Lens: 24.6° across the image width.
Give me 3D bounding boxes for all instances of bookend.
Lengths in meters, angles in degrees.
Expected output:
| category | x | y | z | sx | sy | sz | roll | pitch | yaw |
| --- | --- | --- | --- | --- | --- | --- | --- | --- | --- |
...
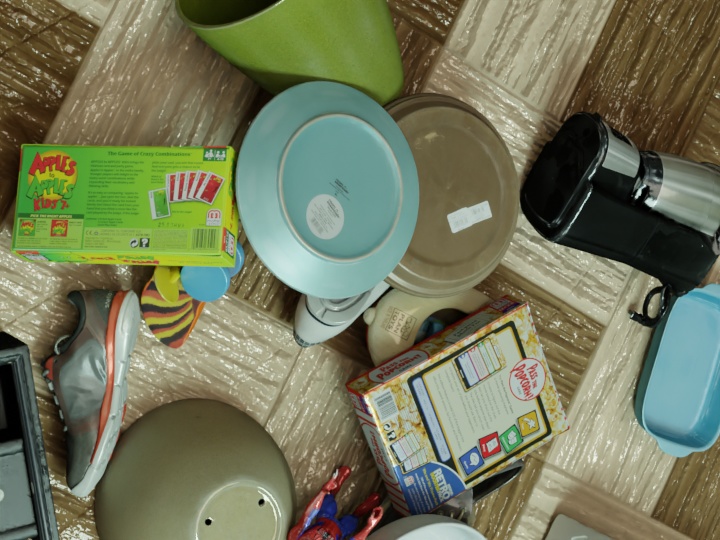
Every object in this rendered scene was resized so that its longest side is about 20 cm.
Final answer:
| category | x | y | z | sx | sy | sz | roll | pitch | yaw |
| --- | --- | --- | --- | --- | --- | --- | --- | --- | --- |
| bookend | -0.389 | 0.175 | 1.483 | 0.199 | 0.092 | 0.200 | -11 | 100 | -24 |

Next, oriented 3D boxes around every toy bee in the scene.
| category | x | y | z | sx | sy | sz | roll | pitch | yaw |
| --- | --- | --- | --- | --- | --- | --- | --- | --- | --- |
| toy bee | -0.158 | -0.029 | 1.564 | 0.109 | 0.131 | 0.200 | 37 | 96 | -5 |

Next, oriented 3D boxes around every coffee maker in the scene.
| category | x | y | z | sx | sy | sz | roll | pitch | yaw |
| --- | --- | --- | --- | --- | --- | --- | --- | --- | --- |
| coffee maker | 0.280 | -0.051 | 1.770 | 0.199 | 0.135 | 0.193 | 17 | 88 | -26 |

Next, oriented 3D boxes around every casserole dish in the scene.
| category | x | y | z | sx | sy | sz | roll | pitch | yaw |
| --- | --- | --- | --- | --- | --- | --- | --- | --- | --- |
| casserole dish | 0.374 | 0.112 | 1.887 | 0.121 | 0.039 | 0.201 | 18 | 86 | -27 |

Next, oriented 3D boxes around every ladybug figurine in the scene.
| category | x | y | z | sx | sy | sz | roll | pitch | yaw |
| --- | --- | --- | --- | --- | --- | --- | --- | --- | --- |
| ladybug figurine | 0.082 | 0.079 | 1.718 | 0.199 | 0.072 | 0.136 | 28 | 84 | -27 |

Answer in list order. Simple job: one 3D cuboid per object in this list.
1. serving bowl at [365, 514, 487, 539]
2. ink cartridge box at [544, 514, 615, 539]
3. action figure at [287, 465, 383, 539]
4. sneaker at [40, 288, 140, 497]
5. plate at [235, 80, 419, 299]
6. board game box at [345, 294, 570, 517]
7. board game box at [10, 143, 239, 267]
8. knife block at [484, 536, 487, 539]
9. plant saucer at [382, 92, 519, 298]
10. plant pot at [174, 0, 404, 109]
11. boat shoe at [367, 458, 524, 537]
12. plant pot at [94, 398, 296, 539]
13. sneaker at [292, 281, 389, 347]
| category | x | y | z | sx | sy | sz | roll | pitch | yaw |
| --- | --- | --- | --- | --- | --- | --- | --- | --- | --- |
| serving bowl | 0.040 | 0.325 | 1.642 | 0.199 | 0.066 | 0.201 | -17 | 121 | -30 |
| ink cartridge box | 0.305 | 0.359 | 1.819 | 0.199 | 0.146 | 0.085 | 31 | 83 | -25 |
| action figure | -0.014 | 0.229 | 1.607 | 0.065 | 0.200 | 0.099 | 40 | 110 | 2 |
| sneaker | -0.264 | 0.111 | 1.564 | 0.081 | 0.077 | 0.201 | 11 | 90 | 0 |
| plate | -0.022 | -0.075 | 1.513 | 0.199 | 0.026 | 0.202 | 2 | 86 | -34 |
| board game box | 0.101 | 0.138 | 1.669 | 0.199 | 0.046 | 0.152 | -27 | 110 | -18 |
| board game box | -0.211 | -0.059 | 1.499 | 0.199 | 0.048 | 0.102 | 2 | 78 | 11 |
| knife block | 0.019 | 0.329 | 1.718 | 0.175 | 0.064 | 0.201 | 34 | 81 | -26 |
| plant saucer | 0.075 | -0.074 | 1.604 | 0.199 | 0.029 | 0.202 | 1 | 88 | -28 |
| plant pot | -0.046 | -0.231 | 1.580 | 0.187 | 0.187 | 0.200 | -50 | 131 | -13 |
| boat shoe | 0.090 | 0.237 | 1.724 | 0.200 | 0.073 | 0.075 | -39 | 152 | -18 |
| plant pot | -0.140 | 0.233 | 1.590 | 0.199 | 0.134 | 0.202 | -3 | 97 | -27 |
| sneaker | 0.000 | 0.000 | 1.675 | 0.076 | 0.081 | 0.200 | 42 | 54 | 9 |
